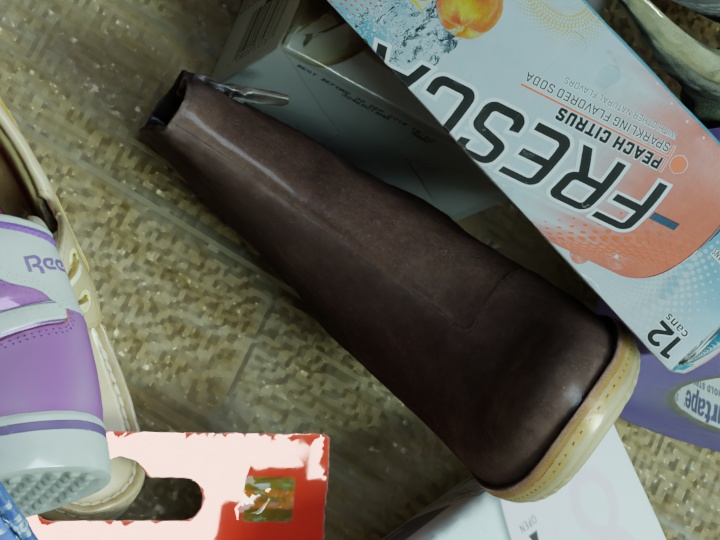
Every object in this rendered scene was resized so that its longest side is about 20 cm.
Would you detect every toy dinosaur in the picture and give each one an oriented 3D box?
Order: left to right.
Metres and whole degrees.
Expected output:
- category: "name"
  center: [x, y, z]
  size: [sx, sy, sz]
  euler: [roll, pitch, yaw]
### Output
- category: "toy dinosaur"
  center: [0.147, -0.068, 0.900]
  size: [0.200, 0.088, 0.047]
  euler: [36, 53, -64]

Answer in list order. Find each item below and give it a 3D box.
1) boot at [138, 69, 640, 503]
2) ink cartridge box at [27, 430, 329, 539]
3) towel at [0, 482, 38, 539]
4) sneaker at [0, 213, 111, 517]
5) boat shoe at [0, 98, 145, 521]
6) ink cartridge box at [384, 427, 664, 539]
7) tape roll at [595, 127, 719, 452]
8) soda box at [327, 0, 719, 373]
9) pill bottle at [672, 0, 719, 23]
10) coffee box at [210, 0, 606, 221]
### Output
- category: "boot"
  center: [0.000, 0.000, 0.871]
  size: [0.166, 0.200, 0.072]
  euler: [35, 91, -14]
- category: "ink cartridge box"
  center: [-0.081, 0.157, 0.858]
  size: [0.162, 0.057, 0.200]
  euler: [2, 99, -25]
- category: "towel"
  center: [-0.176, 0.075, 0.746]
  size: [0.024, 0.145, 0.200]
  euler: [-94, 163, -49]
- category: "sneaker"
  center: [-0.182, 0.039, 0.815]
  size: [0.200, 0.073, 0.114]
  euler: [-15, 73, 4]
- category: "boat shoe"
  center: [-0.130, 0.001, 0.871]
  size: [0.074, 0.069, 0.200]
  euler: [-33, 97, -27]
- category: "ink cartridge box"
  center: [0.078, 0.170, 0.914]
  size: [0.163, 0.057, 0.200]
  euler: [-30, 91, -54]
- category: "tape roll"
  center: [0.188, 0.017, 0.951]
  size: [0.200, 0.200, 0.085]
  euler: [17, 75, -23]
- category: "soda box"
  center: [0.061, -0.057, 0.847]
  size: [0.064, 0.068, 0.200]
  euler: [-44, 80, 6]
- category: "pill bottle"
  center: [0.138, -0.146, 0.906]
  size: [0.200, 0.114, 0.114]
  euler: [14, 73, -53]
- category: "coffee box"
  center: [0.037, -0.136, 0.970]
  size: [0.113, 0.080, 0.200]
  euler: [28, 70, -18]
